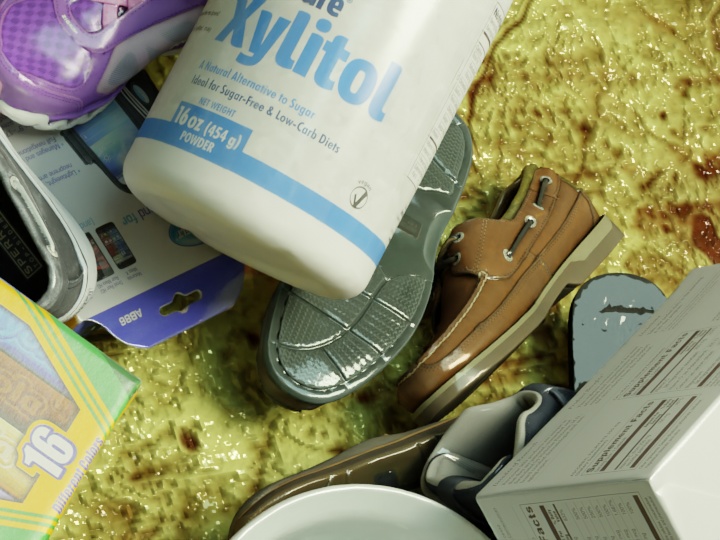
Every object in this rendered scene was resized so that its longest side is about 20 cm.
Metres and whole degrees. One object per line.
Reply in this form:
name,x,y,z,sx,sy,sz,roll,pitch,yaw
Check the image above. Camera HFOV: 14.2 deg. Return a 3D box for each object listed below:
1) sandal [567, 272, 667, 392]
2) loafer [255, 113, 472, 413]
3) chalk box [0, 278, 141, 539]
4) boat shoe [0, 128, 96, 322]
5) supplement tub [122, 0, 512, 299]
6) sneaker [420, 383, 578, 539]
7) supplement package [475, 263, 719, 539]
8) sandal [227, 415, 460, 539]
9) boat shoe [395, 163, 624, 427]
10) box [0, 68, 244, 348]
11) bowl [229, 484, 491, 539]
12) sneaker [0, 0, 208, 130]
sandal,0.138,0.095,1.486,0.075,0.045,0.201,0,74,-11
loafer,0.000,0.000,1.472,0.072,0.063,0.200,34,55,-6
chalk box,-0.223,0.056,1.256,0.200,0.124,0.124,38,51,-9
boat shoe,-0.204,-0.054,1.345,0.200,0.072,0.068,51,6,8
supplement tub,-0.014,-0.100,1.374,0.132,0.132,0.201,28,83,-15
sneaker,0.086,0.155,1.382,0.146,0.077,0.203,20,77,-37
supplement package,0.177,0.107,1.336,0.200,0.111,0.156,-42,110,-39
sandal,0.014,0.117,1.414,0.199,0.054,0.082,-14,105,-33
boat shoe,0.062,0.011,1.500,0.068,0.072,0.200,47,38,0
box,-0.142,-0.051,1.424,0.119,0.041,0.200,-26,82,-39
bowl,-0.012,0.203,1.315,0.200,0.090,0.202,9,71,-26
sneaker,-0.108,-0.137,1.412,0.200,0.088,0.081,-28,82,-41
